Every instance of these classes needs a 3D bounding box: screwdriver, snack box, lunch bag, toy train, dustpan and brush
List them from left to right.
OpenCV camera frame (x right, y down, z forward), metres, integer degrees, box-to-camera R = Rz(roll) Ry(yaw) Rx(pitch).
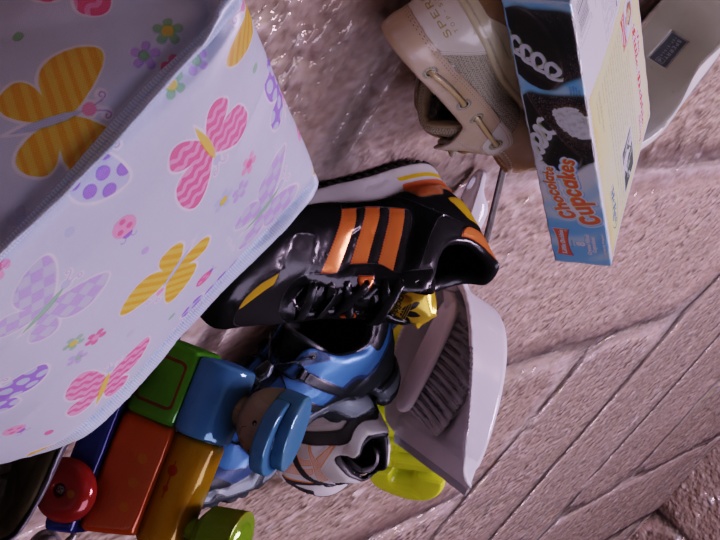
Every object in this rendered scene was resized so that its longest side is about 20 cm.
[{"bbox_3d":[-0.128,-0.023,0.520,0.200,0.127,0.170,-50,162,-8],"label":"lunch bag"},{"bbox_3d":[-0.110,0.135,0.769,0.085,0.116,0.200,29,81,-74],"label":"toy train"},{"bbox_3d":[0.062,0.033,0.968,0.057,0.140,0.200,22,91,-23],"label":"dustpan and brush"},{"bbox_3d":[0.098,-0.074,0.942,0.029,0.028,0.200,-28,153,-14],"label":"screwdriver"},{"bbox_3d":[0.119,-0.108,0.763,0.200,0.037,0.116,70,34,-50],"label":"snack box"}]

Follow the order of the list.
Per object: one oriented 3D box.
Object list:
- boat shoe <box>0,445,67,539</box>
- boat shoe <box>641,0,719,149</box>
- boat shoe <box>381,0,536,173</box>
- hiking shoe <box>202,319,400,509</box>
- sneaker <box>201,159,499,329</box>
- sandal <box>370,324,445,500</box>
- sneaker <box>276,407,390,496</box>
[{"bbox_3d":[-0.156,0.056,0.695,0.072,0.065,0.200,-16,146,-50],"label":"boat shoe"},{"bbox_3d":[0.175,-0.111,0.936,0.201,0.070,0.072,-41,163,-35],"label":"boat shoe"},{"bbox_3d":[0.058,-0.098,0.783,0.065,0.072,0.200,-33,158,3],"label":"boat shoe"},{"bbox_3d":[-0.059,0.073,0.915,0.200,0.074,0.087,-31,136,-34],"label":"hiking shoe"},{"bbox_3d":[0.000,0.000,0.827,0.200,0.090,0.070,-24,152,-41],"label":"sneaker"},{"bbox_3d":[0.042,0.089,1.117,0.200,0.079,0.087,99,6,-48],"label":"sandal"},{"bbox_3d":[-0.019,0.135,1.067,0.074,0.080,0.200,-39,160,-15],"label":"sneaker"}]
